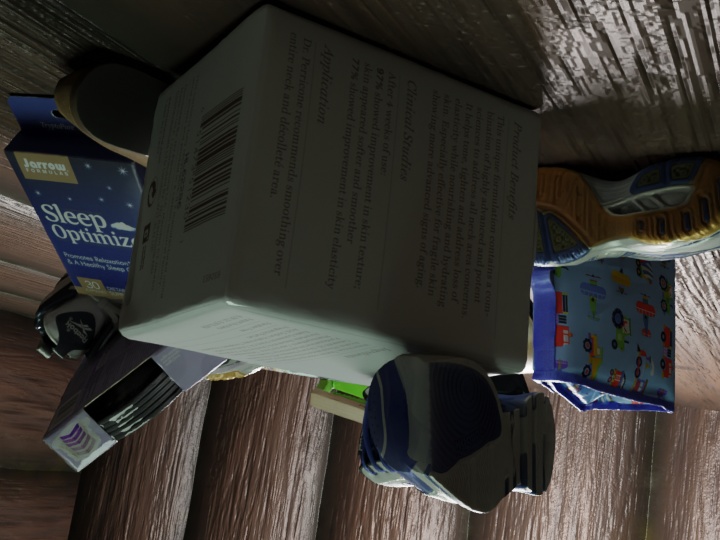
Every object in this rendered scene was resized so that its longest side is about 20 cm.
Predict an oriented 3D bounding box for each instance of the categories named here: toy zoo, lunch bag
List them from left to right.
[{"bbox_3d":[0.044,0.107,1.058,0.131,0.021,0.200,16,-147,16],"label":"toy zoo"},{"bbox_3d":[0.196,0.033,0.803,0.094,0.151,0.200,-5,162,34],"label":"lunch bag"}]

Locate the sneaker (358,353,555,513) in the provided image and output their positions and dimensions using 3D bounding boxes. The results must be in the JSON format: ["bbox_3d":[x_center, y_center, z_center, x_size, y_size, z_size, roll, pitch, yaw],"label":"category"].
[{"bbox_3d":[0.037,0.103,0.566,0.115,0.081,0.199,-5,164,27],"label":"sneaker"}]

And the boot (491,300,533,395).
[{"bbox_3d":[0.148,0.097,1.023,0.076,0.169,0.200,-34,144,28],"label":"boot"}]

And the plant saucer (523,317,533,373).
[{"bbox_3d":[0.087,0.026,0.861,0.200,0.035,0.200,49,169,13],"label":"plant saucer"}]

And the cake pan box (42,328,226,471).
[{"bbox_3d":[-0.200,0.079,0.895,0.052,0.184,0.200,48,-170,-18],"label":"cake pan box"}]

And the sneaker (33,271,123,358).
[{"bbox_3d":[-0.249,0.028,0.918,0.199,0.130,0.080,-21,122,29],"label":"sneaker"}]

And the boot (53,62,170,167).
[{"bbox_3d":[-0.127,-0.091,0.681,0.200,0.074,0.075,28,172,-38],"label":"boot"}]

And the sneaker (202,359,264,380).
[{"bbox_3d":[-0.102,0.056,0.945,0.199,0.088,0.076,-9,-166,18],"label":"sneaker"}]

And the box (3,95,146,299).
[{"bbox_3d":[-0.211,-0.050,0.770,0.121,0.032,0.201,7,136,19],"label":"box"}]

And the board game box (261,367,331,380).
[{"bbox_3d":[-0.005,0.052,1.078,0.199,0.041,0.200,9,-147,5],"label":"board game box"}]

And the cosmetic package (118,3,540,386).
[{"bbox_3d":[-0.018,-0.028,0.582,0.199,0.168,0.166,16,162,-30],"label":"cosmetic package"}]

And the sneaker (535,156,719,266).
[{"bbox_3d":[0.184,-0.031,0.683,0.199,0.076,0.088,2,168,40],"label":"sneaker"}]
